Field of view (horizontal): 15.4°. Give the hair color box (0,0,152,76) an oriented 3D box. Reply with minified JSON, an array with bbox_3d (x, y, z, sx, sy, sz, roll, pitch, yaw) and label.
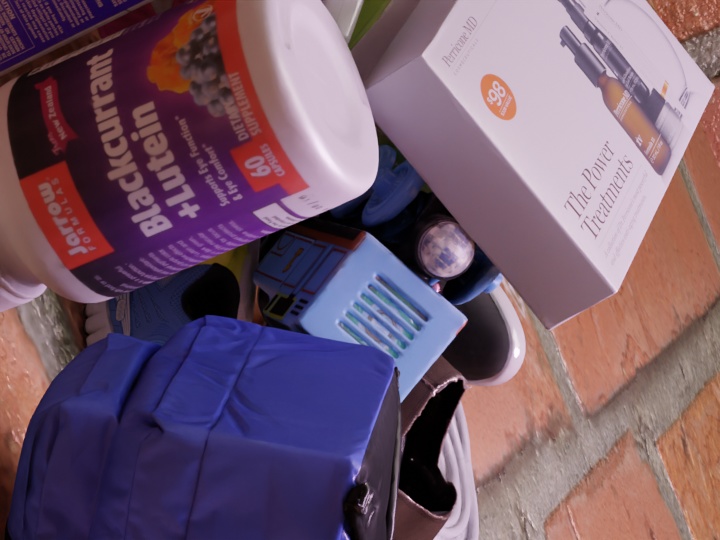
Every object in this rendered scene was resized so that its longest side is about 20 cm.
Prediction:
[{"bbox_3d":[-0.120,-0.159,1.281,0.065,0.200,0.109,63,18,-13],"label":"hair color box"}]

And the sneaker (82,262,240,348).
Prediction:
[{"bbox_3d":[-0.085,0.071,1.303,0.079,0.089,0.200,48,26,-45],"label":"sneaker"}]

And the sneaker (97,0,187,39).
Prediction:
[{"bbox_3d":[-0.087,-0.189,1.455,0.088,0.081,0.200,83,29,-71],"label":"sneaker"}]

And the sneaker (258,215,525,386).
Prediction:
[{"bbox_3d":[-0.002,0.004,1.482,0.200,0.071,0.099,38,22,30],"label":"sneaker"}]

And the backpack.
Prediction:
[{"bbox_3d":[-0.071,0.134,1.160,0.163,0.167,0.201,-54,154,-69],"label":"backpack"}]

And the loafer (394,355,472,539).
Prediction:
[{"bbox_3d":[0.010,0.129,1.425,0.073,0.071,0.201,-10,115,-52],"label":"loafer"}]

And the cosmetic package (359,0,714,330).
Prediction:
[{"bbox_3d":[0.092,-0.088,1.316,0.151,0.052,0.200,48,38,-13],"label":"cosmetic package"}]

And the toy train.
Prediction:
[{"bbox_3d":[0.000,0.000,1.348,0.087,0.114,0.200,43,-7,-16],"label":"toy train"}]

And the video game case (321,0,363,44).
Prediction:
[{"bbox_3d":[-0.011,-0.192,1.344,0.023,0.182,0.200,22,78,-16],"label":"video game case"}]

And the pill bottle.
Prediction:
[{"bbox_3d":[-0.102,-0.051,1.210,0.112,0.200,0.112,55,22,-35],"label":"pill bottle"}]

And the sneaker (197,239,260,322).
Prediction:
[{"bbox_3d":[-0.106,-0.028,1.403,0.076,0.105,0.200,-87,180,-47],"label":"sneaker"}]

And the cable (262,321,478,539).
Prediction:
[{"bbox_3d":[0.004,0.098,1.575,0.200,0.069,0.200,36,36,-58],"label":"cable"}]

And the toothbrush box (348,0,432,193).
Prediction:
[{"bbox_3d":[0.020,-0.101,1.449,0.146,0.086,0.200,42,-6,-23],"label":"toothbrush box"}]
